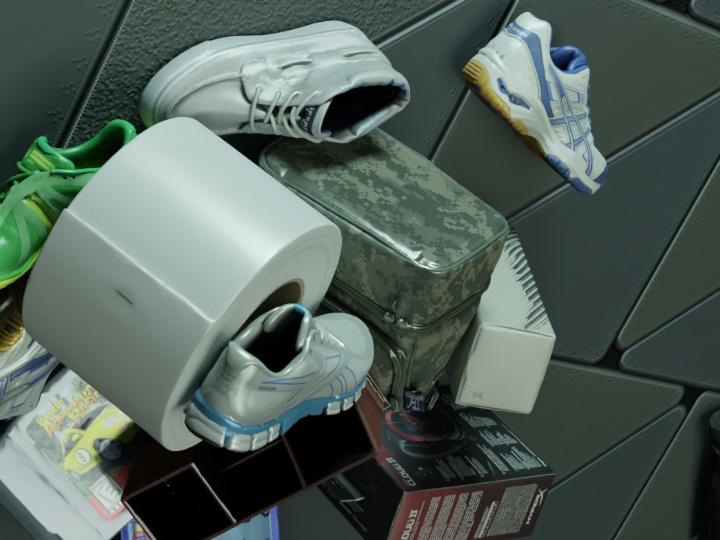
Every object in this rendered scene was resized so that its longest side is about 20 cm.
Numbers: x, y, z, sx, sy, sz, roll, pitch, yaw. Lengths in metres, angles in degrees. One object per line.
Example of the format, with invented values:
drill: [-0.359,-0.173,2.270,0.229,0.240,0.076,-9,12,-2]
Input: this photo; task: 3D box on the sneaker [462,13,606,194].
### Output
sneaker: [0.171,-0.139,1.668,0.088,0.075,0.200,-48,138,1]

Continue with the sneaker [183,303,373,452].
sneaker: [-0.042,0.058,1.385,0.200,0.075,0.087,-30,147,-57]

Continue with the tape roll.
tape roll: [-0.127,0.010,1.421,0.203,0.139,0.203,-49,165,-17]

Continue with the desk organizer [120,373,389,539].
desk organizer: [-0.081,0.138,1.502,0.199,0.077,0.072,-29,111,16]

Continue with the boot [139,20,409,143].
boot: [-0.060,-0.132,1.484,0.199,0.096,0.074,-21,132,-25]

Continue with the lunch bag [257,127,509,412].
lunch bag: [0.000,0.000,1.549,0.139,0.199,0.168,-38,155,-49]

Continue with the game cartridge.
game cartridge: [-0.203,0.128,1.566,0.200,0.041,0.133,-43,103,-7]

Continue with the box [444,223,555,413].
box: [0.105,0.033,1.658,0.068,0.200,0.083,10,118,-12]

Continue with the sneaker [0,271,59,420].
sneaker: [-0.287,0.097,1.489,0.200,0.075,0.088,-43,138,-3]

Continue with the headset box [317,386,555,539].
headset box: [0.049,0.178,1.762,0.199,0.149,0.075,-2,122,-38]

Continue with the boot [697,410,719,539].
boot: [0.451,0.221,2.173,0.164,0.066,0.201,-18,128,-16]

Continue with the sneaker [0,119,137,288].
sneaker: [-0.240,-0.053,1.422,0.200,0.074,0.084,-32,135,-31]

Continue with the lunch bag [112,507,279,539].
lunch bag: [-0.148,0.172,1.661,0.150,0.094,0.201,-8,112,-29]
